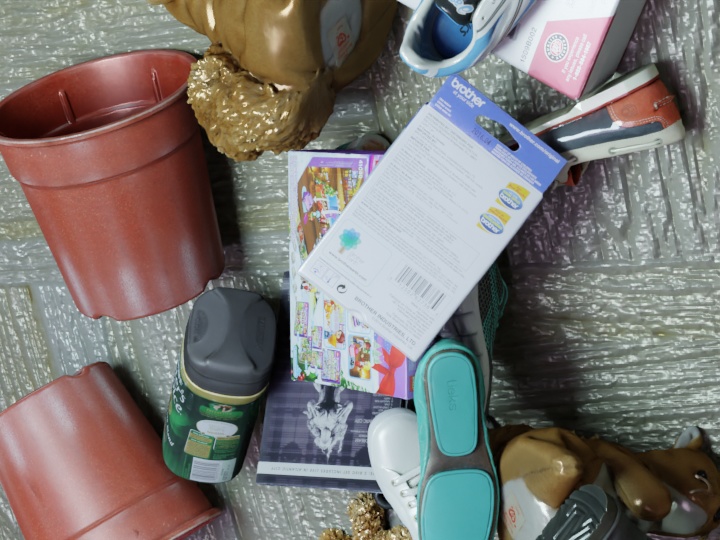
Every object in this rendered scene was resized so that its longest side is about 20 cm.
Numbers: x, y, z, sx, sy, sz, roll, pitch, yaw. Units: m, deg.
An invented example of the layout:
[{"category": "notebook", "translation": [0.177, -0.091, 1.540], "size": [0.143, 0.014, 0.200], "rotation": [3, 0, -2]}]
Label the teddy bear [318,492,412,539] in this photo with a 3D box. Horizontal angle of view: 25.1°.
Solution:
[{"category": "teddy bear", "translation": [0.029, 0.286, 1.552], "size": [0.199, 0.067, 0.146], "rotation": [6, 112, 30]}]

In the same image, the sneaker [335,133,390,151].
[{"category": "sneaker", "translation": [0.016, -0.014, 1.417], "size": [0.080, 0.071, 0.201], "rotation": [-23, 81, 46]}]

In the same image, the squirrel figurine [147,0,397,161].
[{"category": "squirrel figurine", "translation": [-0.095, -0.192, 1.339], "size": [0.186, 0.141, 0.201], "rotation": [18, 94, 33]}]

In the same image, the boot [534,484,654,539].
[{"category": "boot", "translation": [0.199, 0.276, 1.238], "size": [0.182, 0.073, 0.200], "rotation": [-47, 120, 5]}]

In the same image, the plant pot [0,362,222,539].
[{"category": "plant pot", "translation": [-0.273, 0.212, 1.641], "size": [0.201, 0.200, 0.196], "rotation": [-36, 82, 39]}]

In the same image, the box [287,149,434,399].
[{"category": "box", "translation": [0.000, 0.000, 1.358], "size": [0.136, 0.039, 0.201], "rotation": [7, 100, 43]}]

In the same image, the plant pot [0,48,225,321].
[{"category": "plant pot", "translation": [-0.219, -0.073, 1.482], "size": [0.200, 0.201, 0.196], "rotation": [4, 121, 32]}]

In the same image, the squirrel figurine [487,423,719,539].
[{"category": "squirrel figurine", "translation": [0.198, 0.177, 1.341], "size": [0.200, 0.186, 0.142], "rotation": [-155, 59, -62]}]

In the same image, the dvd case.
[{"category": "dvd case", "translation": [-0.019, 0.097, 1.460], "size": [0.148, 0.016, 0.201], "rotation": [-2, 74, 34]}]

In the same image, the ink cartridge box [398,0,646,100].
[{"category": "ink cartridge box", "translation": [0.121, -0.244, 1.237], "size": [0.200, 0.083, 0.147], "rotation": [31, 125, 17]}]

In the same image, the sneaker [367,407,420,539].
[{"category": "sneaker", "translation": [0.073, 0.207, 1.363], "size": [0.201, 0.073, 0.085], "rotation": [62, 173, -11]}]

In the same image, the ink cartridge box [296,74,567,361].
[{"category": "ink cartridge box", "translation": [0.057, -0.043, 1.271], "size": [0.119, 0.042, 0.200], "rotation": [37, 101, -1]}]

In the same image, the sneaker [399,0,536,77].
[{"category": "sneaker", "translation": [0.097, -0.215, 1.168], "size": [0.072, 0.072, 0.200], "rotation": [43, 126, 10]}]

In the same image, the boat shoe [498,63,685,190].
[{"category": "boat shoe", "translation": [0.163, -0.097, 1.290], "size": [0.199, 0.071, 0.063], "rotation": [-24, 100, 34]}]

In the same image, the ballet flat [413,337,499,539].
[{"category": "ballet flat", "translation": [0.077, 0.150, 1.312], "size": [0.067, 0.070, 0.201], "rotation": [-2, 101, 3]}]

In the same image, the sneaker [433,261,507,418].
[{"category": "sneaker", "translation": [0.094, 0.041, 1.369], "size": [0.077, 0.091, 0.201], "rotation": [3, 99, 40]}]

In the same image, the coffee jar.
[{"category": "coffee jar", "translation": [-0.133, 0.108, 1.521], "size": [0.085, 0.105, 0.200], "rotation": [9, 140, -9]}]

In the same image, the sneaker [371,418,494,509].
[{"category": "sneaker", "translation": [0.021, 0.181, 1.476], "size": [0.199, 0.115, 0.076], "rotation": [-16, 105, 37]}]
